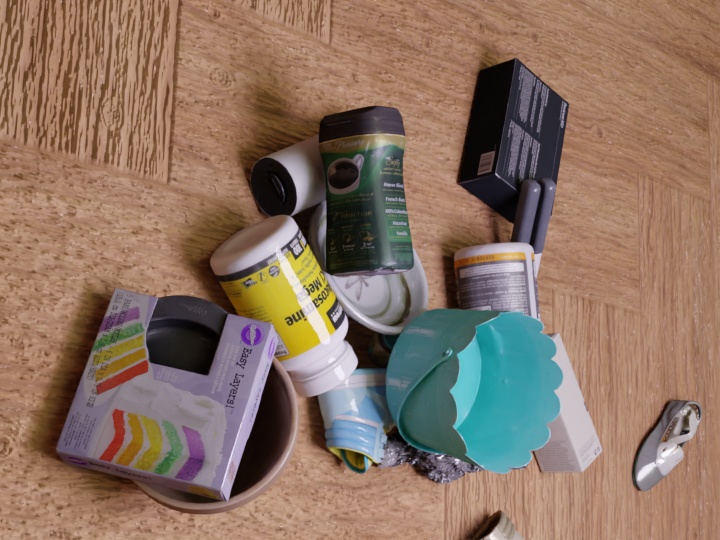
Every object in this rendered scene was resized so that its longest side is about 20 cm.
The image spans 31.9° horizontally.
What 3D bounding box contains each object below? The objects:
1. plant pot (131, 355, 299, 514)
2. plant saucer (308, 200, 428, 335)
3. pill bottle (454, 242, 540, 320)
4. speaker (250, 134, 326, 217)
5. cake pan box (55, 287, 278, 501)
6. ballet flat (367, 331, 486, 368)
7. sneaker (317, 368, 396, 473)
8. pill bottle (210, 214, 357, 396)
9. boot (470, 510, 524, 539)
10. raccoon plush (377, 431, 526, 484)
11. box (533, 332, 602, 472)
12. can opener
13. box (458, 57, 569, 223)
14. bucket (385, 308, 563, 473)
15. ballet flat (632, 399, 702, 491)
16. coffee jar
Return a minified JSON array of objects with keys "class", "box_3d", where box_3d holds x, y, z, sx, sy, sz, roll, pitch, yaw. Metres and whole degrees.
[{"class":"plant pot","box_3d":[-0.163,0.175,1.375,0.093,0.200,0.202,86,20,-62]},{"class":"plant saucer","box_3d":[0.000,0.000,1.612,0.200,0.050,0.201,30,42,-31]},{"class":"pill bottle","box_3d":[0.196,0.066,1.777,0.116,0.116,0.201,2,81,-45]},{"class":"speaker","box_3d":[-0.046,-0.132,1.591,0.200,0.081,0.082,-30,104,-45]},{"class":"cake pan box","box_3d":[-0.199,0.125,1.324,0.052,0.183,0.201,90,16,-64]},{"class":"ballet flat","box_3d":[0.099,0.105,1.683,0.199,0.071,0.071,3,80,-27]},{"class":"sneaker","box_3d":[0.027,0.191,1.611,0.199,0.079,0.131,2,79,-36]},{"class":"pill bottle","box_3d":[-0.085,0.045,1.495,0.112,0.112,0.200,-45,114,-41]},{"class":"boot","box_3d":[0.199,0.433,1.709,0.156,0.073,0.200,50,38,-6]},{"class":"raccoon plush","box_3d":[0.132,0.244,1.664,0.200,0.134,0.097,-18,96,-46]},{"class":"box","box_3d":[0.281,0.197,1.866,0.068,0.082,0.201,-32,107,-43]},{"class":"can opener","box_3d":[0.253,-0.034,1.839,0.053,0.067,0.201,-7,124,-23]},{"class":"box","box_3d":[0.232,-0.192,1.890,0.141,0.079,0.201,31,61,-36]},{"class":"bucket","box_3d":[0.138,0.142,1.564,0.207,0.135,0.208,-5,98,-41]},{"class":"ballet flat","box_3d":[0.516,0.287,2.102,0.200,0.064,0.068,-50,117,-38]},{"class":"coffee jar","box_3d":[0.006,-0.094,1.509,0.085,0.104,0.201,-1,87,-51]}]
